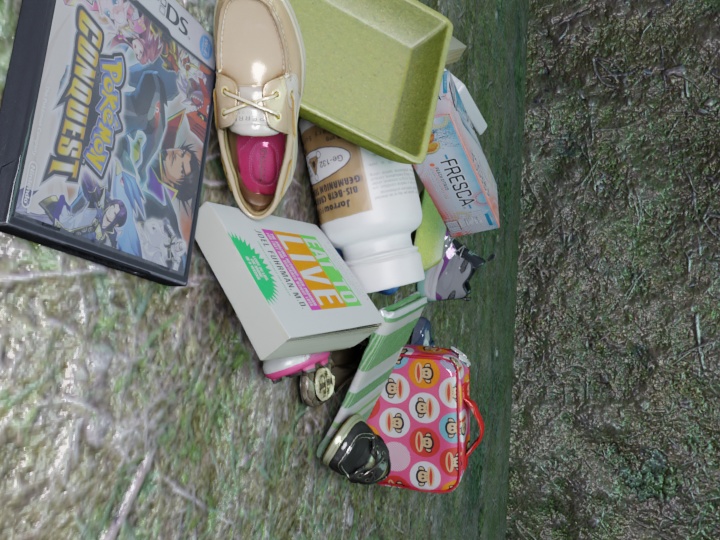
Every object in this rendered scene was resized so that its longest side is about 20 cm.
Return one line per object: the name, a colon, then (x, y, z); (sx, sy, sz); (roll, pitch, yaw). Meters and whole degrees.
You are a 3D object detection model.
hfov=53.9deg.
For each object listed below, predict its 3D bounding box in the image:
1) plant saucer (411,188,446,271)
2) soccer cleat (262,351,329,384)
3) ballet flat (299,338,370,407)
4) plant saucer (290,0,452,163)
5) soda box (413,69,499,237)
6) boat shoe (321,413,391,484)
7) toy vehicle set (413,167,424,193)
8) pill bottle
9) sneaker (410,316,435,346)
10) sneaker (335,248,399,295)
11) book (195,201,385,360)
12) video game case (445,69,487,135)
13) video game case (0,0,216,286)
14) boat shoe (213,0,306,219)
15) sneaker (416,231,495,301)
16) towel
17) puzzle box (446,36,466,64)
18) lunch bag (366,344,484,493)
plant saucer: (0.092, -0.077, 1.039); (0.200, 0.047, 0.203); (132, -32, -81)
soccer cleat: (-0.056, 0.058, 0.758); (0.200, 0.069, 0.087); (-23, 94, -69)
ballet flat: (-0.023, 0.115, 0.868); (0.200, 0.046, 0.068); (-23, 115, -70)
plant saucer: (-0.019, -0.206, 0.683); (0.048, 0.198, 0.202); (-45, -154, 55)
soda box: (0.102, -0.123, 0.796); (0.200, 0.063, 0.069); (53, 33, -50)
boat shoe: (0.005, 0.230, 0.882); (0.072, 0.066, 0.201); (-53, 162, -10)
toy vehicle set: (0.059, -0.123, 0.955); (0.200, 0.026, 0.125); (121, -13, -56)
pill bottle: (0.007, -0.079, 0.772); (0.114, 0.113, 0.203); (-11, 89, -70)
sneaker: (0.133, 0.182, 1.275); (0.070, 0.081, 0.203); (-32, 121, -67)
sneaker: (0.000, 0.000, 0.911); (0.079, 0.065, 0.200); (-68, 155, -17)
book: (-0.063, 0.010, 0.649); (0.134, 0.048, 0.200); (58, 18, 13)
video game case: (0.097, -0.281, 1.018); (0.023, 0.182, 0.200); (-49, 163, 10)
video game case: (-0.159, -0.105, 0.480); (0.181, 0.025, 0.203); (33, 61, -68)
boat shoe: (-0.080, -0.127, 0.565); (0.070, 0.073, 0.202); (-87, 177, -46)
sneaker: (0.175, -0.042, 1.286); (0.078, 0.138, 0.203); (-34, 124, -66)
towel: (0.015, 0.126, 0.893); (0.202, 0.023, 0.152); (-65, 164, 16)
puzzle box: (0.044, -0.299, 0.880); (0.026, 0.133, 0.200); (-56, 169, 31)
lunch bag: (0.089, 0.209, 1.007); (0.082, 0.174, 0.203); (-14, 105, -70)
